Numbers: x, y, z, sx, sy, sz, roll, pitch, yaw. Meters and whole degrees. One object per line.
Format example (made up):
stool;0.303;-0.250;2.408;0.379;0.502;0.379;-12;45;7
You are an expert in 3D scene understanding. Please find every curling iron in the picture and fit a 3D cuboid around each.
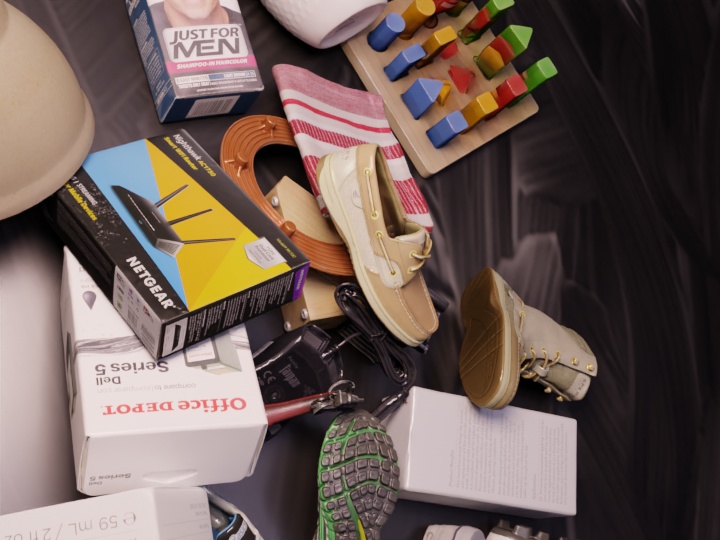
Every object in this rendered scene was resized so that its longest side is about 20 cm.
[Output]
curling iron;-0.094;0.129;0.866;0.198;0.050;0.026;-11;71;-8

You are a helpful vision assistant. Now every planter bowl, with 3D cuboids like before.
planter bowl;-0.330;-0.151;0.777;0.199;0.135;0.201;-1;51;2

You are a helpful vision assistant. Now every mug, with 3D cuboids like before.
mug;-0.032;-0.348;1.036;0.199;0.148;0.176;-30;90;-20

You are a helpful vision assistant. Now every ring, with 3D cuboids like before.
ring;-0.047;-0.080;0.944;0.200;0.019;0.201;26;38;-22

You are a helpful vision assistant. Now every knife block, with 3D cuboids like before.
knife block;0.000;0.000;0.990;0.175;0.064;0.201;-10;77;-30

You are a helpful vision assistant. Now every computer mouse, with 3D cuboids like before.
computer mouse;-0.045;0.112;0.923;0.200;0.046;0.141;-40;112;-5

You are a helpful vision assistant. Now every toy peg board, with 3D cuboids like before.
toy peg board;0.111;-0.246;1.110;0.199;0.098;0.201;-32;89;-32

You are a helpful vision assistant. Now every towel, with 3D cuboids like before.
towel;-0.008;-0.125;0.995;0.143;0.023;0.201;10;48;-38

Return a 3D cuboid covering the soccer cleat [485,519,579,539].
soccer cleat;0.209;0.321;0.995;0.199;0.070;0.087;20;81;-18

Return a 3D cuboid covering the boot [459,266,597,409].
boot;0.180;0.097;1.013;0.154;0.072;0.200;34;29;-17

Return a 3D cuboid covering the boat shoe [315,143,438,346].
boat shoe;0.029;-0.023;0.887;0.201;0.066;0.074;62;27;-16

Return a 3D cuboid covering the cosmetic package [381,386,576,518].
cosmetic package;0.120;0.190;0.983;0.199;0.071;0.102;15;68;-23

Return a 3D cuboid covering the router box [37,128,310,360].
router box;-0.162;-0.031;0.823;0.149;0.051;0.200;-24;56;-37

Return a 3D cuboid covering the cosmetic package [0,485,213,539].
cosmetic package;-0.195;0.274;0.708;0.164;0.165;0.201;-12;76;1

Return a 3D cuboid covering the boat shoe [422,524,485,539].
boat shoe;0.060;0.329;0.903;0.072;0.065;0.201;57;44;-44

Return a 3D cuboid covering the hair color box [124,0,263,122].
hair color box;-0.179;-0.259;0.987;0.099;0.060;0.201;-13;79;-30

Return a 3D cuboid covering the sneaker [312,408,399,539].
sneaker;-0.016;0.228;0.889;0.077;0.085;0.202;8;79;-21

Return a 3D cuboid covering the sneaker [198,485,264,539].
sneaker;-0.105;0.256;0.841;0.200;0.072;0.072;43;45;-8

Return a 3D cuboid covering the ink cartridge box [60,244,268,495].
ink cartridge box;-0.171;0.076;0.815;0.144;0.084;0.201;-1;47;-23
